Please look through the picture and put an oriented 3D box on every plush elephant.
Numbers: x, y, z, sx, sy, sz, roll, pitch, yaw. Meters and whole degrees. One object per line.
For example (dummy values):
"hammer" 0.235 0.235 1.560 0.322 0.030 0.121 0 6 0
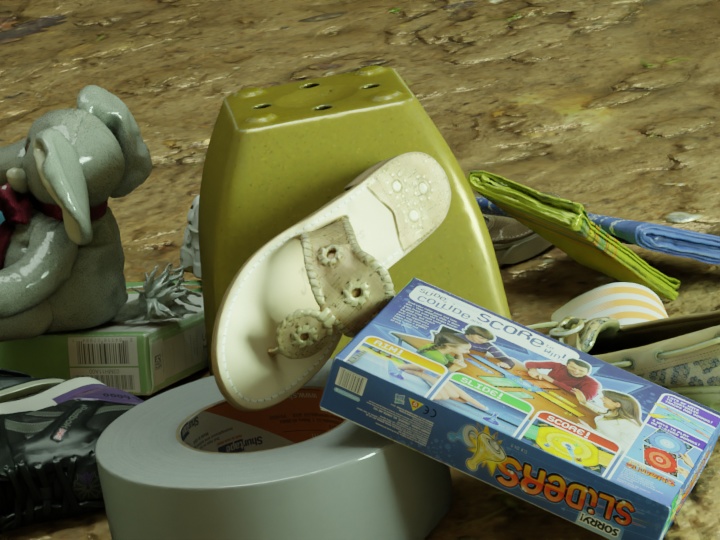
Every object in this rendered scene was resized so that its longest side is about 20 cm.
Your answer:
"plush elephant" -0.212 -0.039 1.736 0.199 0.156 0.165 -4 10 12

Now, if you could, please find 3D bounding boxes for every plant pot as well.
"plant pot" -0.012 -0.020 1.684 0.194 0.201 0.194 -10 16 -5

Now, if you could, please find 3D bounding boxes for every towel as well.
"towel" 0.143 -0.023 1.710 0.086 0.018 0.200 25 -3 29
"towel" 0.180 -0.024 1.815 0.144 0.024 0.200 10 1 -37

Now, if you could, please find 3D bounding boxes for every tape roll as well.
"tape roll" -0.049 0.115 1.492 0.199 0.067 0.200 -8 17 2

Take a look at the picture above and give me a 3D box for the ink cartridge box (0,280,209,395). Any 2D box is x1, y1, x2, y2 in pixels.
"ink cartridge box" -0.169 0.046 1.821 0.145 0.048 0.200 -2 8 22

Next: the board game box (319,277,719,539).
"board game box" 0.093 0.078 1.445 0.199 0.035 0.135 24 26 13

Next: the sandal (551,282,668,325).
"sandal" 0.155 0.034 1.658 0.079 0.060 0.207 -10 17 -2

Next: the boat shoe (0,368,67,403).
"boat shoe" -0.273 0.098 1.653 0.198 0.075 0.066 -13 15 -14

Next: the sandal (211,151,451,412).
"sandal" -0.003 -0.005 1.512 0.070 0.078 0.212 -17 24 52

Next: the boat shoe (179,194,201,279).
"boat shoe" -0.092 -0.030 1.873 0.070 0.070 0.200 -3 4 -20

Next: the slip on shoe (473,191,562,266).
"slip on shoe" 0.073 -0.034 1.925 0.199 0.061 0.076 -19 19 -30

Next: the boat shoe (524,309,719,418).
"boat shoe" 0.162 0.047 1.524 0.199 0.063 0.073 -2 21 24

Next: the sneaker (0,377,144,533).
"sneaker" -0.190 0.116 1.556 0.087 0.076 0.200 11 26 36

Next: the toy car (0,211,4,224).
"toy car" -0.300 -0.024 1.938 0.199 0.151 0.175 -3 17 21
